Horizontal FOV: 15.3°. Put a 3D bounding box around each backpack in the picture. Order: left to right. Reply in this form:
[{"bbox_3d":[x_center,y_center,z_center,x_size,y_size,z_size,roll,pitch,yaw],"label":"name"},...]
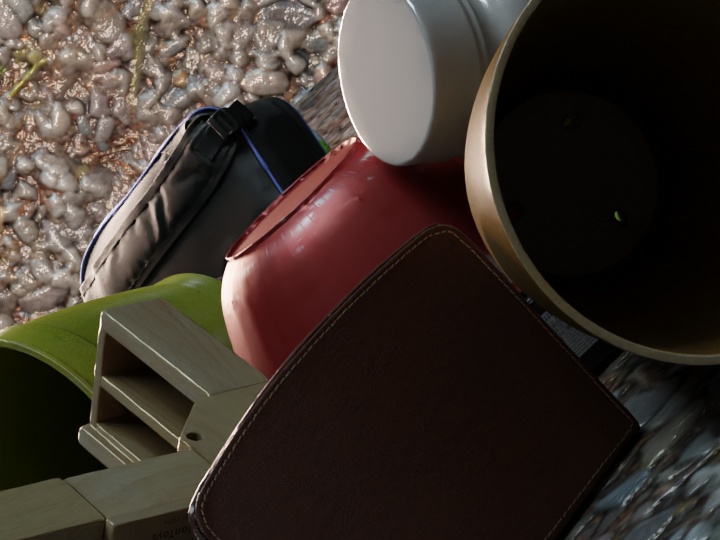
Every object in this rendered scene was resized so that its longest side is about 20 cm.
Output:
[{"bbox_3d":[-0.082,-0.001,1.889,0.200,0.183,0.147,-45,-19,28],"label":"backpack"}]

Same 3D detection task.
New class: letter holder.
[{"bbox_3d":[0.001,0.095,1.173,0.200,0.142,0.101,-49,11,-34],"label":"letter holder"}]

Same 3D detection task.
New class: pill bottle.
[{"bbox_3d":[0.096,-0.116,1.382,0.200,0.114,0.114,-12,-7,-29],"label":"pill bottle"}]

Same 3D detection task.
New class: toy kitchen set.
[{"bbox_3d":[-0.135,0.139,1.275,0.200,0.163,0.180,-11,31,-37],"label":"toy kitchen set"}]

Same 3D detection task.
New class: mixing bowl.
[{"bbox_3d":[0.000,0.000,1.415,0.200,0.108,0.200,-41,9,8],"label":"mixing bowl"}]

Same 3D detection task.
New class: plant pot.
[{"bbox_3d":[-0.150,0.097,1.745,0.200,0.201,0.193,-34,0,44],"label":"plant pot"},{"bbox_3d":[0.120,-0.049,1.212,0.186,0.186,0.200,-44,7,-11],"label":"plant pot"}]

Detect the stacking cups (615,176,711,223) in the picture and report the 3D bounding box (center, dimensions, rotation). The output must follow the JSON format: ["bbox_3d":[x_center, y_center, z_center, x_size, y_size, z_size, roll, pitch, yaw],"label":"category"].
[{"bbox_3d":[0.165,-0.043,1.393,0.061,0.061,0.200,-44,12,-7],"label":"stacking cups"}]

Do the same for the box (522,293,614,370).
[{"bbox_3d":[0.045,0.069,1.398,0.200,0.050,0.158,-43,9,-3],"label":"box"}]
